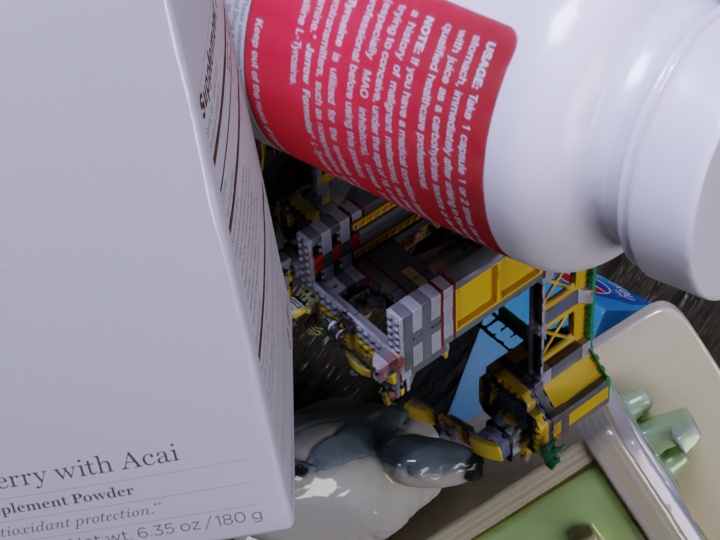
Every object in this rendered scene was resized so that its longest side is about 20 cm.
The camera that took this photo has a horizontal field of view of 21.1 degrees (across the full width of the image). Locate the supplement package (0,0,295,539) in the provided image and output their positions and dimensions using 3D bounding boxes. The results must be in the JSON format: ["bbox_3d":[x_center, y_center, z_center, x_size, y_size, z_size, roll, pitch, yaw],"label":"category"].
[{"bbox_3d":[-0.094,-0.029,0.555,0.120,0.120,0.201,-9,122,4],"label":"supplement package"}]

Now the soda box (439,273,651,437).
[{"bbox_3d":[0.085,0.097,1.038,0.064,0.068,0.201,-1,115,-53],"label":"soda box"}]

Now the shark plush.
[{"bbox_3d":[-0.044,0.084,0.843,0.199,0.084,0.091,2,132,-26],"label":"shark plush"}]

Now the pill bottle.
[{"bbox_3d":[0.042,-0.068,0.609,0.112,0.199,0.113,-36,140,-38],"label":"pill bottle"}]

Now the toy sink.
[{"bbox_3d":[0.110,0.130,0.944,0.199,0.112,0.131,-32,104,7],"label":"toy sink"}]

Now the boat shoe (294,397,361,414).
[{"bbox_3d":[-0.051,0.146,0.903,0.200,0.076,0.072,-54,-179,-26],"label":"boat shoe"}]

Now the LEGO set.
[{"bbox_3d":[0.000,0.000,0.751,0.116,0.200,0.154,-32,151,-25],"label":"LEGO set"}]
